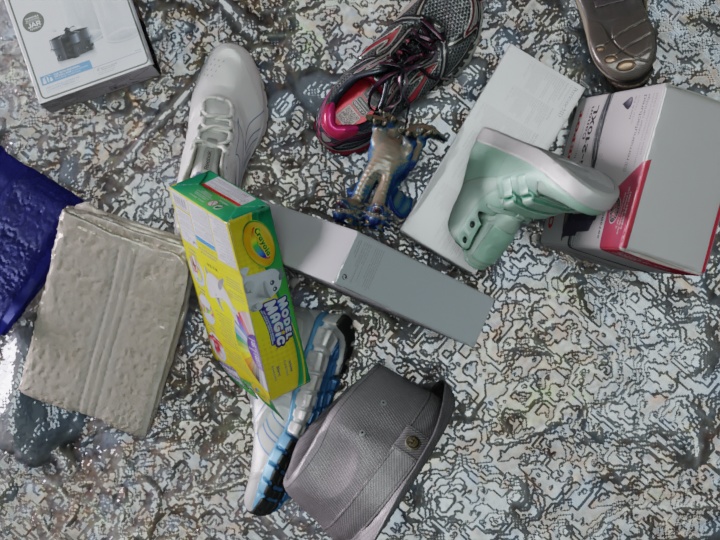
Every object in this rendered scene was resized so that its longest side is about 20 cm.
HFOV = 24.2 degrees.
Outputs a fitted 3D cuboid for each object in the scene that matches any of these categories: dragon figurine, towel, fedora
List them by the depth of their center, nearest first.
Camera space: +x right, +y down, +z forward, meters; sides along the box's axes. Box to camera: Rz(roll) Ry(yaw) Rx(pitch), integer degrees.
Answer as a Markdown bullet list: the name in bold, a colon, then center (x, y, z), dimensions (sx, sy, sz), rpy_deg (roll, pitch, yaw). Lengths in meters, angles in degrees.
- **fedora**: center (-0.003, 0.160, 1.470), dimensions (0.090, 0.177, 0.200), rpy_deg (37, 72, -5)
- **dragon figurine**: center (0.024, -0.086, 1.488), dimensions (0.059, 0.200, 0.100), rpy_deg (21, 103, 8)
- **towel**: center (-0.230, 0.045, 1.526), dimensions (0.132, 0.034, 0.201), rpy_deg (20, 110, 3)
- **towel**: center (-0.367, -0.052, 1.534), dimensions (0.200, 0.050, 0.148), rpy_deg (35, 73, -8)

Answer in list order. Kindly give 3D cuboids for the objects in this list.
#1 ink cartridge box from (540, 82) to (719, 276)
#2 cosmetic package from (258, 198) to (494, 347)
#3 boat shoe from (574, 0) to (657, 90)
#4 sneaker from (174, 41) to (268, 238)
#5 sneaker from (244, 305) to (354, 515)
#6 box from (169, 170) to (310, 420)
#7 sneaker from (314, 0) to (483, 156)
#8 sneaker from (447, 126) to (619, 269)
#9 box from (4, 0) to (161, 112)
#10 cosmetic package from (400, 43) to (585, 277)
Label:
- **ink cartridge box**: center (0.242, -0.077, 1.463), dimensions (0.084, 0.200, 0.145), rpy_deg (16, 88, -13)
- **cosmetic package**: center (0.000, 0.000, 1.446), dimensions (0.150, 0.200, 0.052), rpy_deg (28, 86, -30)
- **boat shoe**: center (0.227, -0.252, 1.543), dimensions (0.074, 0.073, 0.201), rpy_deg (-8, 67, 8)
- **sneaker**: center (-0.129, -0.111, 1.532), dimensions (0.074, 0.087, 0.201), rpy_deg (7, 87, 2)
- **sneaker**: center (-0.075, 0.124, 1.540), dimensions (0.086, 0.075, 0.201), rpy_deg (20, 90, 25)
- **box**: center (-0.101, 0.024, 1.454), dimensions (0.048, 0.117, 0.201), rpy_deg (-23, 119, -24)
- **sneaker**: center (0.040, -0.184, 1.539), dimensions (0.081, 0.075, 0.200), rpy_deg (41, 88, 2)
- **sneaker**: center (0.144, -0.046, 1.436), dimensions (0.074, 0.200, 0.119), rpy_deg (18, 96, -27)
- **box**: center (-0.272, -0.261, 1.552), dimensions (0.116, 0.060, 0.201), rpy_deg (-18, 87, 0)
- **cosmetic package**: center (0.121, -0.100, 1.547), dimensions (0.082, 0.051, 0.200), rpy_deg (31, 89, 4)
